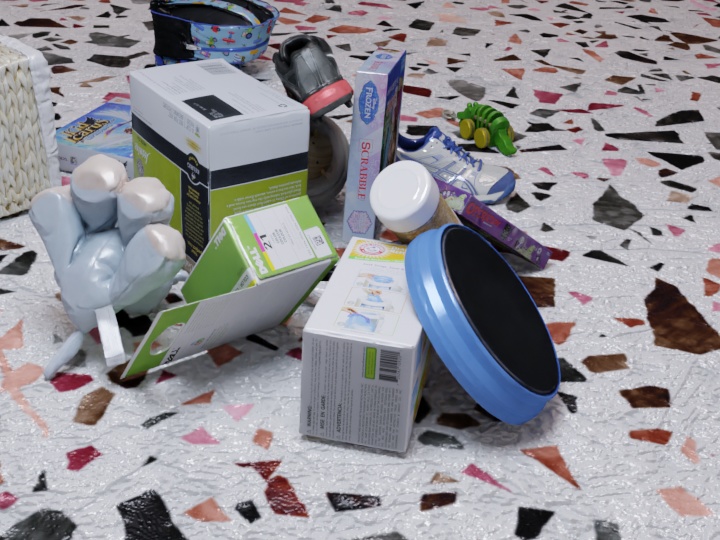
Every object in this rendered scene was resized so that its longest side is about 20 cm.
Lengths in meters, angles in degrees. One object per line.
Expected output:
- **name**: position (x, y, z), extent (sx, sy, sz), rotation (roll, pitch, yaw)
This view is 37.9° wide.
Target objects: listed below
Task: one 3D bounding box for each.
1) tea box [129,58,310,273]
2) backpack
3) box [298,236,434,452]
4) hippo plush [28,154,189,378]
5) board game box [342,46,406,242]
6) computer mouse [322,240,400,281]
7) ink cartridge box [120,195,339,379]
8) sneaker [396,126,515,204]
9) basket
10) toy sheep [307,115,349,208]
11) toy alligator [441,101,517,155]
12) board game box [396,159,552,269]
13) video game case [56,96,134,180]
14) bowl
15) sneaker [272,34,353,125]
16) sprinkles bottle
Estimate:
- **tea box**: position (-0.166, -0.116, 1.215), extent (0.132, 0.200, 0.199), rotation (-15, 34, -33)
- **backpack**: position (-0.243, -0.411, 1.826), extent (0.197, 0.137, 0.183), rotation (14, 29, 20)
- **box**: position (0.016, 0.063, 0.994), extent (0.099, 0.114, 0.201), rotation (8, 28, 9)
- **hippo plush**: position (-0.224, -0.009, 1.059), extent (0.156, 0.204, 0.161), rotation (-10, -4, 15)
- **board game box**: position (0.019, -0.159, 1.292), extent (0.040, 0.203, 0.200), rotation (8, 21, 6)
- **computer mouse**: position (0.000, 0.000, 1.192), extent (0.139, 0.047, 0.198), rotation (-2, 10, 43)
- **ink cartridge box**: position (-0.139, 0.016, 1.014), extent (0.198, 0.148, 0.077), rotation (-18, 71, -36)
- **sneaker**: position (0.116, -0.146, 1.425), extent (0.196, 0.090, 0.076), rotation (6, 26, 2)
- **basket**: position (-0.493, -0.182, 1.301), extent (0.197, 0.203, 0.160), rotation (25, 37, 36)
- **toy sheep**: position (-0.076, -0.142, 1.356), extent (0.135, 0.141, 0.200), rotation (1, 6, -5)
- **toy alligator**: position (0.184, -0.237, 1.638), extent (0.058, 0.055, 0.200), rotation (-10, 31, -25)
- **board game box**: position (0.131, -0.063, 1.221), extent (0.120, 0.033, 0.199), rotation (36, 6, 40)
- **video game case**: position (-0.322, -0.185, 1.491), extent (0.178, 0.046, 0.200), rotation (11, 29, 16)
- **bowl**: position (0.119, 0.044, 0.981), extent (0.200, 0.039, 0.202), rotation (41, 29, -28)
- **sneaker**: position (-0.060, -0.227, 1.226), extent (0.070, 0.099, 0.200), rotation (-29, 13, -3)
- **sprinkles bottle**: position (0.078, -0.036, 1.108), extent (0.067, 0.200, 0.069), rotation (-12, 59, 21)
